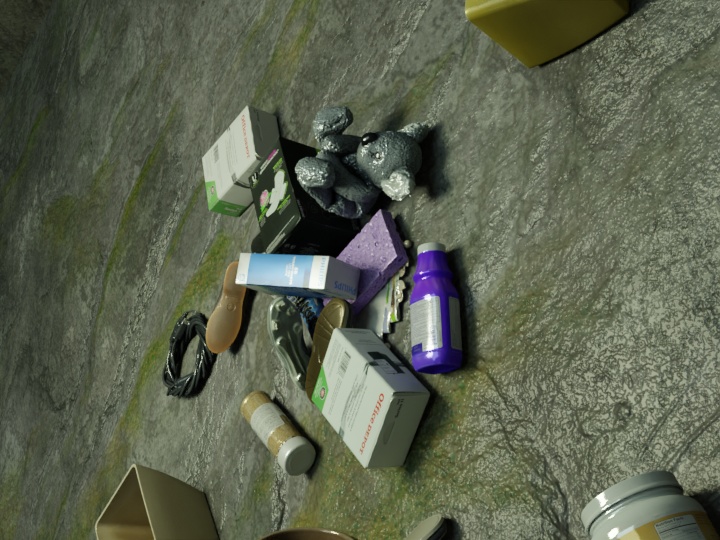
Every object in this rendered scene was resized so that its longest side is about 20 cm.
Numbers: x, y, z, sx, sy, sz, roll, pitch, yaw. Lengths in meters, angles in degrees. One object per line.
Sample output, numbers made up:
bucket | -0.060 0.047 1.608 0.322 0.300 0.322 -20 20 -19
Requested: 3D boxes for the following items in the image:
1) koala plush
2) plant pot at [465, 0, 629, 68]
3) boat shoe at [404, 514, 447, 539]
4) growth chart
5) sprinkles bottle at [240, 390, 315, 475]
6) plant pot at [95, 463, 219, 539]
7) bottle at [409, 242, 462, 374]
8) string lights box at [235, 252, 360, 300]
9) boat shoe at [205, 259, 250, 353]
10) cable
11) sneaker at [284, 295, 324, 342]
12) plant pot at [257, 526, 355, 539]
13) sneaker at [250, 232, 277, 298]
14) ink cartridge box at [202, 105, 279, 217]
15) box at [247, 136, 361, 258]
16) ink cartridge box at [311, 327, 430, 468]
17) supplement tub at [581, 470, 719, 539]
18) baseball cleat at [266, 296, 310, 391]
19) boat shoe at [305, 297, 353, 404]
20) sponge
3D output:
koala plush | 0.025 -0.186 1.611 0.197 0.184 0.180 -10 48 33
plant pot | 0.279 -0.433 1.329 0.174 0.199 0.204 -4 76 39
boat shoe | 0.079 0.454 1.427 0.062 0.073 0.201 39 111 3
growth chart | 0.030 0.045 1.628 0.144 0.018 0.204 6 84 52
sprinkles bottle | -0.158 0.303 1.749 0.200 0.067 0.069 38 109 50
plant pot | -0.406 0.542 1.904 0.201 0.175 0.201 -55 43 24
bottle | 0.117 0.058 1.474 0.083 0.065 0.204 -23 62 45
string lights box | -0.110 0.011 1.632 0.197 0.102 0.060 2 79 34
boat shoe | -0.273 0.076 1.975 0.070 0.069 0.203 -77 7 -86
cable | -0.387 0.201 2.098 0.163 0.050 0.203 38 107 45
sneaker | -0.099 0.069 1.728 0.079 0.088 0.202 -48 48 32
plant pot | -0.091 0.542 1.517 0.199 0.197 0.178 14 107 52
sneaker | -0.173 -0.017 1.866 0.073 0.089 0.202 -21 35 19
ink cartridge box | -0.256 -0.235 2.024 0.199 0.083 0.148 -38 52 38
box | -0.107 -0.123 1.748 0.124 0.147 0.203 -45 48 36
ink cartridge box | 0.013 0.209 1.536 0.200 0.082 0.149 45 122 48
supplement tub | 0.343 0.344 1.035 0.145 0.143 0.202 -48 46 31
baseball cleat | -0.138 0.130 1.708 0.106 0.069 0.203 28 139 56
boat shoe | -0.046 0.140 1.639 0.073 0.064 0.203 43 123 45
sponge | 0.000 0.000 1.645 0.200 0.029 0.113 -48 45 31
